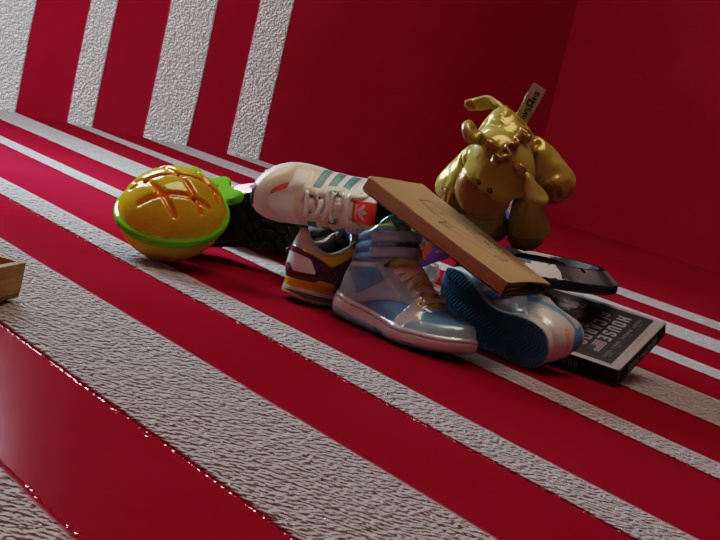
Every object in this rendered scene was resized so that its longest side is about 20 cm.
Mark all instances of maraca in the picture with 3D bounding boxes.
[{"bbox_3d":[-0.220,-0.079,1.677,0.136,0.108,0.200,21,31,8],"label":"maraca"}]

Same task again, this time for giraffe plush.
[{"bbox_3d":[0.169,-0.115,1.634,0.171,0.202,0.162,14,17,9],"label":"giraffe plush"}]

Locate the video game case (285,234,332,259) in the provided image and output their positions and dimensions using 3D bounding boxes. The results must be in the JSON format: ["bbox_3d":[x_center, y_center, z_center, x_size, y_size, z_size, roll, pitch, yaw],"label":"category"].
[{"bbox_3d":[-0.006,-0.041,1.789,0.179,0.026,0.200,-16,-1,-1],"label":"video game case"}]

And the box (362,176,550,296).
[{"bbox_3d":[0.110,-0.038,1.545,0.199,0.021,0.163,38,14,19],"label":"box"}]

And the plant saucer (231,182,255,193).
[{"bbox_3d":[-0.127,-0.087,1.992,0.198,0.052,0.201,1,-8,0],"label":"plant saucer"}]

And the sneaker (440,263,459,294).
[{"bbox_3d":[0.197,0.029,1.800,0.198,0.091,0.078,18,6,28],"label":"sneaker"}]

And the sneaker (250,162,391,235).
[{"bbox_3d":[-0.026,-0.080,1.597,0.198,0.071,0.093,7,7,-28],"label":"sneaker"}]

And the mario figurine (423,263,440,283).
[{"bbox_3d":[0.089,-0.053,2.089,0.106,0.124,0.199,41,-21,-18],"label":"mario figurine"}]

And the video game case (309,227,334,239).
[{"bbox_3d":[-0.021,-0.052,1.978,0.181,0.022,0.199,7,-14,-40],"label":"video game case"}]

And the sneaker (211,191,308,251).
[{"bbox_3d":[-0.169,-0.063,1.795,0.197,0.077,0.088,-1,1,-12],"label":"sneaker"}]

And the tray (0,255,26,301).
[{"bbox_3d":[-0.365,0.006,1.144,0.097,0.037,0.200,15,8,8],"label":"tray"}]

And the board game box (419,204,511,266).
[{"bbox_3d":[0.096,-0.034,1.800,0.198,0.045,0.134,-18,-1,-32],"label":"board game box"}]

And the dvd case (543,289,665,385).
[{"bbox_3d":[0.248,0.070,1.663,0.198,0.025,0.150,17,29,28],"label":"dvd case"}]

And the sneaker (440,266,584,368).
[{"bbox_3d":[0.169,0.052,1.601,0.080,0.077,0.199,-10,30,-38],"label":"sneaker"}]

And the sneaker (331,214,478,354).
[{"bbox_3d":[0.057,0.011,1.518,0.199,0.132,0.079,20,9,38],"label":"sneaker"}]

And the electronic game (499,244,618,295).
[{"bbox_3d":[0.217,0.002,1.695,0.197,0.042,0.200,10,7,-1],"label":"electronic game"}]

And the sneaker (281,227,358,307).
[{"bbox_3d":[0.000,0.000,1.653,0.198,0.091,0.075,7,9,-40],"label":"sneaker"}]
